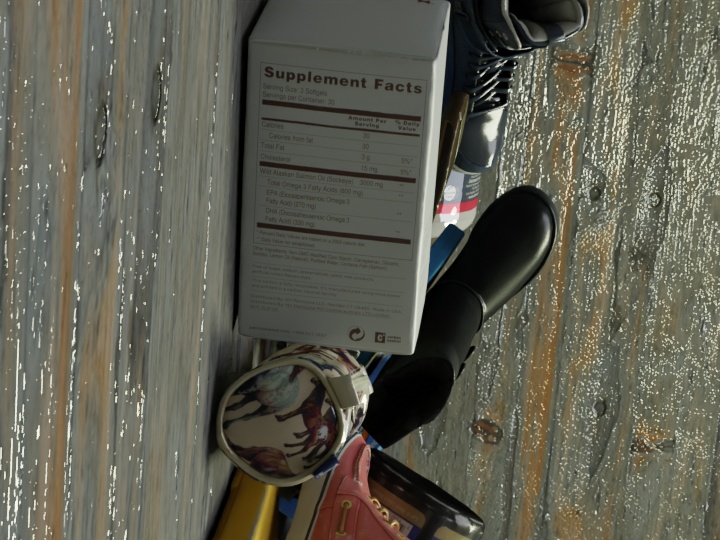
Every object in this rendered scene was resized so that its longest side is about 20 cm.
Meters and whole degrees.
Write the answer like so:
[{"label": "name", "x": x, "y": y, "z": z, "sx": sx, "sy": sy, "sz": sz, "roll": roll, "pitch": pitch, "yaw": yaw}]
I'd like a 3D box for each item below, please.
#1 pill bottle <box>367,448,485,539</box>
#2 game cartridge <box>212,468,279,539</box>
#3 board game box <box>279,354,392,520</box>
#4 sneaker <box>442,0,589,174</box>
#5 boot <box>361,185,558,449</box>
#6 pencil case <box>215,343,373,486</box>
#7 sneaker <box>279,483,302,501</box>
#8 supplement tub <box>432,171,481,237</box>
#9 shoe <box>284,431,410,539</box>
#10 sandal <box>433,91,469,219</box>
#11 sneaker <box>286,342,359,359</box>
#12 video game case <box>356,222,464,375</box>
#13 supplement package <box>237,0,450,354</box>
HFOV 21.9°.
[{"label": "pill bottle", "x": -0.003, "y": 0.244, "z": 1.387, "sx": 0.201, "sy": 0.112, "sz": 0.112, "roll": -58, "pitch": 175, "yaw": -1}, {"label": "game cartridge", "x": -0.081, "y": 0.229, "z": 1.232, "sx": 0.200, "sy": 0.032, "sz": 0.177, "roll": -79, "pitch": 174, "yaw": -71}, {"label": "board game box", "x": -0.003, "y": 0.144, "z": 1.599, "sx": 0.152, "sy": 0.045, "sz": 0.200, "roll": -53, "pitch": 176, "yaw": 1}, {"label": "sneaker", "x": 0.099, "y": -0.148, "z": 1.336, "sx": 0.146, "sy": 0.077, "sz": 0.203, "roll": 29, "pitch": -45, "yaw": 52}, {"label": "boot", "x": 0.076, "y": 0.032, "z": 1.423, "sx": 0.165, "sy": 0.066, "sz": 0.200, "roll": -56, "pitch": 175, "yaw": 28}, {"label": "pencil case", "x": -0.037, "y": 0.088, "z": 1.209, "sx": 0.200, "sy": 0.089, "sz": 0.078, "roll": -20, "pitch": 101, "yaw": -85}, {"label": "sneaker", "x": -0.047, "y": 0.142, "z": 1.406, "sx": 0.200, "sy": 0.074, "sz": 0.082, "roll": 76, "pitch": 32, "yaw": -56}, {"label": "supplement tub", "x": 0.039, "y": -0.138, "z": 1.558, "sx": 0.140, "sy": 0.140, "sz": 0.201, "roll": -68, "pitch": 165, "yaw": -76}, {"label": "shoe", "x": 0.000, "y": 0.186, "z": 1.277, "sx": 0.200, "sy": 0.091, "sz": 0.072, "roll": -68, "pitch": 161, "yaw": -52}, {"label": "sandal", "x": 0.024, "y": -0.049, "z": 1.357, "sx": 0.082, "sy": 0.054, "sz": 0.200, "roll": -74, "pitch": -170, "yaw": -46}, {"label": "sneaker", "x": -0.032, "y": -0.033, "z": 1.326, "sx": 0.090, "sy": 0.078, "sz": 0.201, "roll": -129, "pitch": -135, "yaw": -76}, {"label": "video game case", "x": 0.009, "y": 0.063, "z": 1.508, "sx": 0.143, "sy": 0.018, "sz": 0.200, "roll": -51, "pitch": 175, "yaw": -43}, {"label": "supplement package", "x": -0.010, "y": -0.065, "z": 1.178, "sx": 0.117, "sy": 0.117, "sz": 0.201, "roll": -74, "pitch": 169, "yaw": -64}]
